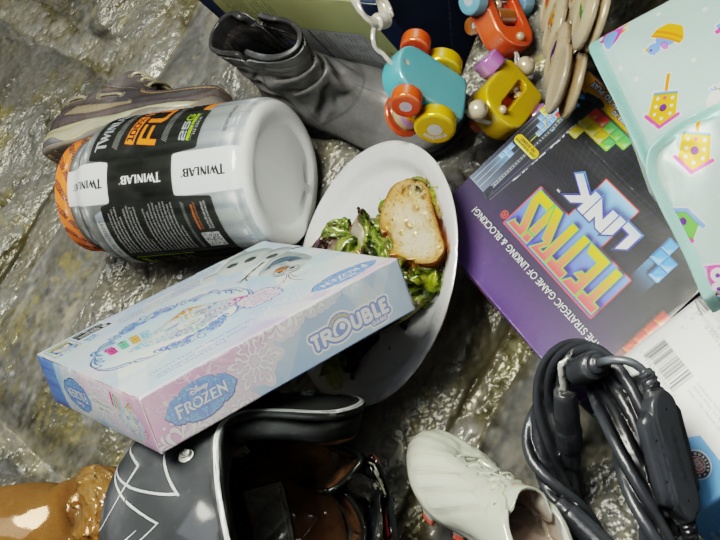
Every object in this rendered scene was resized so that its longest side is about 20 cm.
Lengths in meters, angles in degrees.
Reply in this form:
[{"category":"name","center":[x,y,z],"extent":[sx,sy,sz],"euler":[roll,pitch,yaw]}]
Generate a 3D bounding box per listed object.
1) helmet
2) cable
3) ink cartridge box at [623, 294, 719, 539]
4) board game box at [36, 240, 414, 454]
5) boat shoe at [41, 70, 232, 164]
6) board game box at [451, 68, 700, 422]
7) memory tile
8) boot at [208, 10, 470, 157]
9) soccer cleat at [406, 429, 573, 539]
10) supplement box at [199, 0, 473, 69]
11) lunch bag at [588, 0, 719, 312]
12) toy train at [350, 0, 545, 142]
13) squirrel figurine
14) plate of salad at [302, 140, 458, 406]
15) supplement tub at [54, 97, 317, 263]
[{"category":"helmet","center":[-0.079,0.173,0.933],"extent":[0.189,0.201,0.201],"euler":[-13,49,-26]},{"category":"cable","center":[0.151,0.143,0.866],"extent":[0.163,0.050,0.202],"euler":[-12,94,68]},{"category":"ink cartridge box","center":[0.258,0.062,0.884],"extent":[0.199,0.068,0.116],"euler":[-39,53,7]},{"category":"board game box","center":[-0.096,0.043,0.968],"extent":[0.199,0.044,0.198],"euler":[-28,17,-25]},{"category":"boat shoe","center":[-0.200,-0.143,1.260],"extent":[0.198,0.074,0.074],"euler":[-8,64,27]},{"category":"board game box","center":[0.163,-0.021,0.992],"extent":[0.165,0.057,0.200],"euler":[-43,53,5]},{"category":"memory tile","center":[0.157,-0.209,1.008],"extent":[0.201,0.017,0.154],"euler":[-84,9,-58]},{"category":"boot","center":[-0.020,-0.147,1.115],"extent":[0.198,0.132,0.070],"euler":[7,70,33]},{"category":"soccer cleat","center":[0.091,0.156,0.918],"extent":[0.200,0.069,0.078],"euler":[-127,38,-49]},{"category":"supplement box","center":[-0.001,-0.275,1.164],"extent":[0.198,0.134,0.202],"euler":[12,74,34]},{"category":"lunch bag","center":[0.252,-0.087,0.864],"extent":[0.169,0.122,0.201],"euler":[-26,49,16]},{"category":"toy train","center":[0.067,-0.159,1.068],"extent":[0.056,0.199,0.151],"euler":[-36,74,44]},{"category":"squirrel figurine","center":[-0.208,0.251,1.040],"extent":[0.199,0.141,0.188],"euler":[-22,64,23]},{"category":"plate of salad","center":[0.000,0.000,1.051],"extent":[0.199,0.048,0.202],"euler":[-21,64,50]},{"category":"supplement tub","center":[-0.145,-0.070,1.161],"extent":[0.198,0.122,0.124],"euler":[-5,65,29]}]
